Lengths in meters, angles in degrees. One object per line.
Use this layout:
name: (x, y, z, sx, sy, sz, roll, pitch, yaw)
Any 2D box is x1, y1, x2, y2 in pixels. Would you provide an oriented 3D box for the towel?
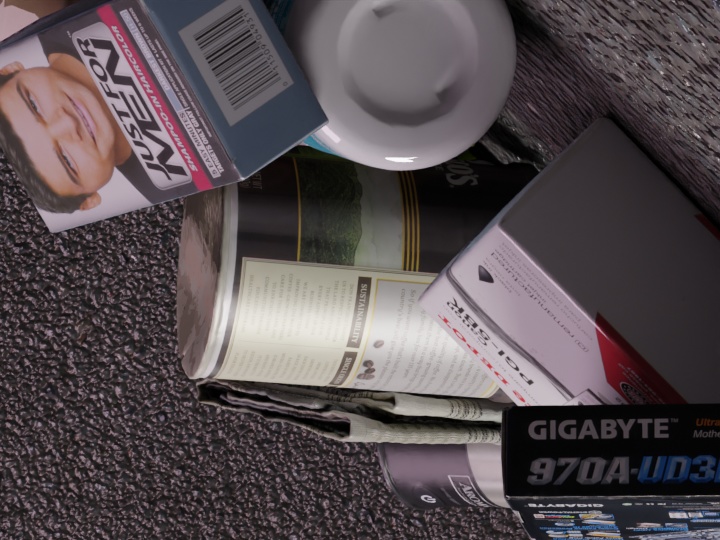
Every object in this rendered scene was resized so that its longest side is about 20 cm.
towel: (0.020, 0.085, 1.651, 0.199, 0.035, 0.192, 3, -176, -35)

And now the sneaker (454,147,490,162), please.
sneaker: (0.076, -0.009, 1.708, 0.200, 0.071, 0.083, 97, 150, -47)

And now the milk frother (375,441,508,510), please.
milk frother: (0.141, 0.081, 1.824, 0.188, 0.201, 0.180, -1, 165, 37)

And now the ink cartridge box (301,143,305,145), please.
ink cartridge box: (-0.011, -0.049, 1.686, 0.145, 0.084, 0.201, -142, 40, -64)

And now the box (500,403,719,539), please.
box: (0.173, 0.100, 1.188, 0.159, 0.199, 0.046, 55, -145, -71)

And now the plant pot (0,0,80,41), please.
plant pot: (-0.089, -0.158, 1.458, 0.174, 0.201, 0.200, 26, 173, 10)

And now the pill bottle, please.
pill bottle: (0.004, -0.110, 1.267, 0.111, 0.111, 0.200, 46, 176, -11)

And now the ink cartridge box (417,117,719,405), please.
ink cartridge box: (0.123, 0.022, 1.300, 0.147, 0.083, 0.200, 45, 164, 2)

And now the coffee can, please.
coffee can: (0.000, 0.000, 1.519, 0.199, 0.147, 0.146, 4, -173, -14)

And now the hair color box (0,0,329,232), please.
hair color box: (-0.109, -0.085, 1.217, 0.200, 0.061, 0.099, -11, 111, 58)
